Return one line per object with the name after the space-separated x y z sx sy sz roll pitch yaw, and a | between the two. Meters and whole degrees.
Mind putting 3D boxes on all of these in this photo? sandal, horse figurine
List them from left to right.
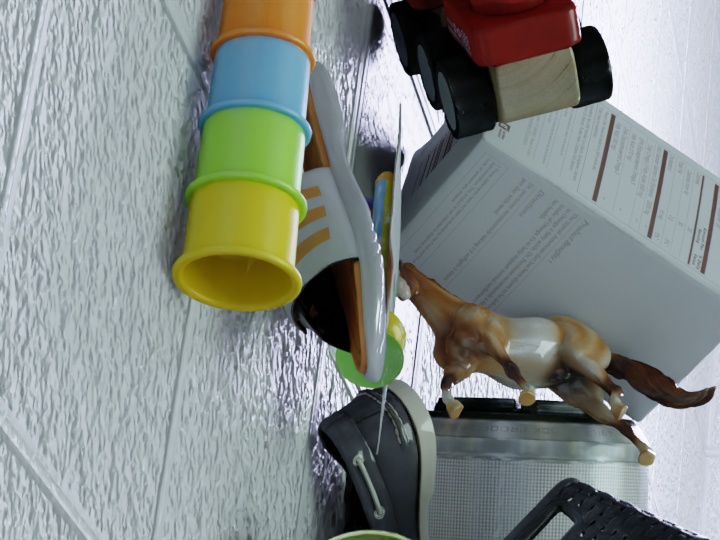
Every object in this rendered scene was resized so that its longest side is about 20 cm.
-0.029 -0.022 1.434 0.079 0.059 0.207 91 -12 -45 | sandal
0.105 0.055 1.684 0.133 0.200 0.050 -117 -135 -57 | horse figurine

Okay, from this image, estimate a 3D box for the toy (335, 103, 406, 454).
0.000 0.000 1.549 0.200 0.047 0.115 -92 -175 -63 | toy

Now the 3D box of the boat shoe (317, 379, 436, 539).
0.002 0.157 1.622 0.063 0.073 0.200 -19 125 -30 | boat shoe

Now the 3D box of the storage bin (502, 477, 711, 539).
0.126 0.233 1.574 0.135 0.094 0.200 -41 140 -33 | storage bin

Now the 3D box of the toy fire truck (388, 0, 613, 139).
0.052 -0.194 1.640 0.176 0.128 0.200 -120 -163 -64 | toy fire truck

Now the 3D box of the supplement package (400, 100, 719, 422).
0.134 -0.024 1.756 0.117 0.200 0.117 -48 -166 35 | supplement package

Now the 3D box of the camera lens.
0.096 0.180 1.757 0.160 0.160 0.201 16 76 -77 | camera lens

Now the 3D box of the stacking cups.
-0.052 -0.081 1.336 0.061 0.060 0.200 69 21 -59 | stacking cups

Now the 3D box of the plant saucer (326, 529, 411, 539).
-0.011 0.229 1.425 0.200 0.031 0.201 -1 91 -47 | plant saucer
